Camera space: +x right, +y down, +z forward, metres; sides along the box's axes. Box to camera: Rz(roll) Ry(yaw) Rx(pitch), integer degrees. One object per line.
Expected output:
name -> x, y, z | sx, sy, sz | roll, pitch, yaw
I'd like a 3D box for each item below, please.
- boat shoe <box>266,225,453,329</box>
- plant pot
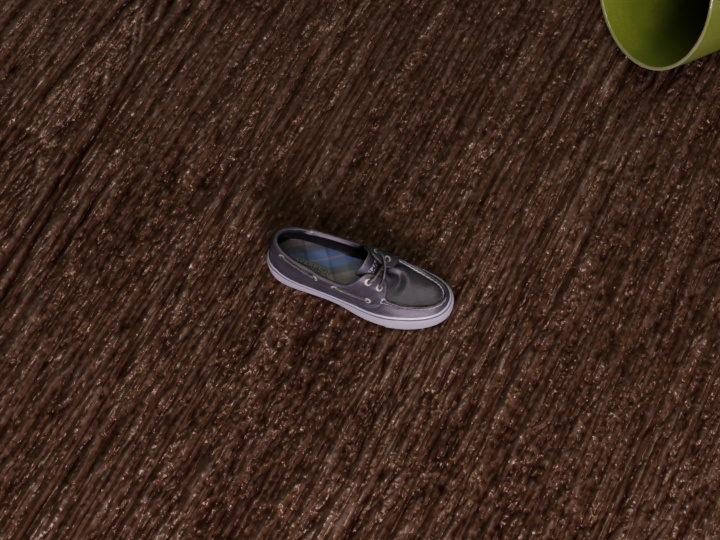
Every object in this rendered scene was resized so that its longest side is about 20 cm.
boat shoe -> 0.000, 0.000, 1.253 | 0.198, 0.066, 0.071 | 21, 66, 7
plant pot -> 0.398, -0.330, 1.377 | 0.198, 0.188, 0.189 | -14, 66, -25
